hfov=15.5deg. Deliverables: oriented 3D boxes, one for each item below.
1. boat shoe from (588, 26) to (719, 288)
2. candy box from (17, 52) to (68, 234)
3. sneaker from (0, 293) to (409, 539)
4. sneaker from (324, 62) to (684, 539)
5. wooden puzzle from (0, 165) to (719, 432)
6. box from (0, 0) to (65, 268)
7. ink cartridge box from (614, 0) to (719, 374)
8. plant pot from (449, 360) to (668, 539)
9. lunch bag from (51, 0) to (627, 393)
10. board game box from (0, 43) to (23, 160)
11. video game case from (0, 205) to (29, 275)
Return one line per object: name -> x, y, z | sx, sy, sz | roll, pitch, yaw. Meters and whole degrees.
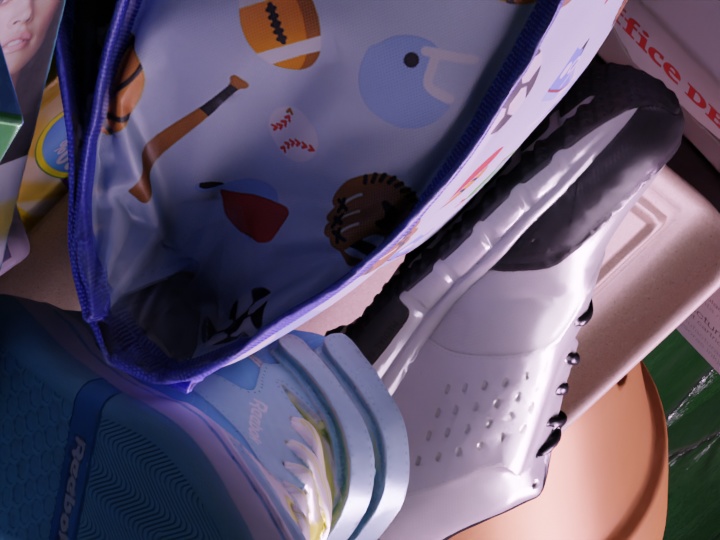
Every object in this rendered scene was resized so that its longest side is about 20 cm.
boat shoe -> 0.100, -0.033, 0.951 | 0.061, 0.201, 0.072 | -42, 154, 2
candy box -> -0.068, -0.046, 0.858 | 0.102, 0.026, 0.200 | -40, 162, 5
sneaker -> -0.022, 0.064, 0.713 | 0.130, 0.200, 0.080 | 5, 113, -34
sneaker -> 0.041, 0.021, 0.817 | 0.200, 0.080, 0.074 | -51, -172, 27
wooden puzzle -> 0.000, 0.000, 0.868 | 0.185, 0.037, 0.200 | -44, 127, 14
box -> -0.129, -0.021, 0.654 | 0.082, 0.049, 0.200 | -23, 148, -37
ink cartridge box -> 0.150, -0.062, 1.078 | 0.083, 0.147, 0.200 | -36, 161, -17
plant pot -> 0.026, 0.039, 1.021 | 0.200, 0.200, 0.140 | -31, 144, -29
lunch bag -> 0.000, -0.072, 0.701 | 0.200, 0.124, 0.170 | -62, 173, 16
board game box -> -0.192, -0.005, 0.552 | 0.200, 0.037, 0.151 | 9, 133, -34
video game case -> -0.185, -0.001, 0.685 | 0.200, 0.022, 0.182 | -37, 153, -16
